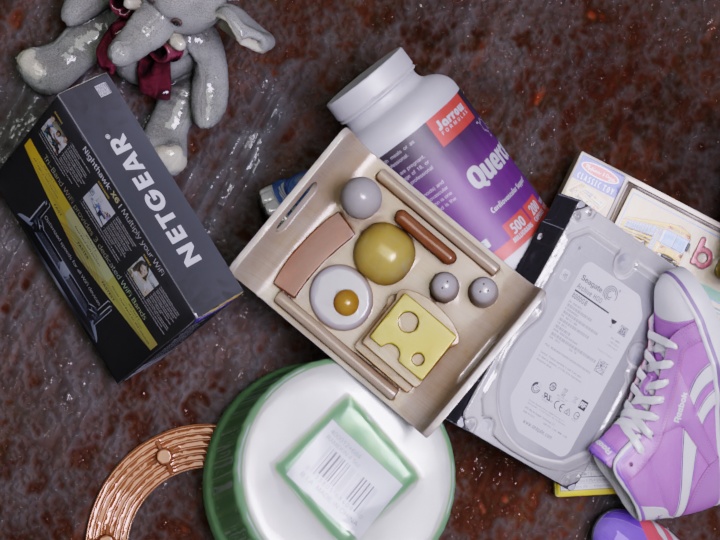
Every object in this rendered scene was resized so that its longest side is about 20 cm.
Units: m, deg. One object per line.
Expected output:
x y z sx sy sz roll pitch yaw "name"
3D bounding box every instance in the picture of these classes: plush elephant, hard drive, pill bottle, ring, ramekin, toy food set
-0.159 -0.196 1.364 0.164 0.155 0.200 40 80 0 "plush elephant"
0.164 0.059 1.358 0.139 0.038 0.201 32 86 -31 "hard drive"
0.063 -0.077 1.383 0.112 0.112 0.201 -39 99 -10 "pill bottle"
-0.124 0.225 1.383 0.198 0.019 0.203 1 83 -7 "ring"
-0.020 0.164 1.349 0.198 0.098 0.202 3 77 -14 "ramekin"
0.020 0.009 1.293 0.200 0.060 0.144 40 88 5 "toy food set"

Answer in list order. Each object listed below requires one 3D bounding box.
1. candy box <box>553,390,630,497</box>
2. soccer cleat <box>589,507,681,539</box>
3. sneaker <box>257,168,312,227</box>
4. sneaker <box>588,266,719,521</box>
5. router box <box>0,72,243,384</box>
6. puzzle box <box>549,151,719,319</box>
0.257 0.132 1.421 0.198 0.026 0.104 -3 89 0 "candy box"
0.270 0.271 1.396 0.068 0.073 0.200 -43 89 -10 "soccer cleat"
0.000 0.000 1.398 0.089 0.079 0.201 -32 87 -7 "sneaker"
0.232 0.104 1.347 0.113 0.073 0.203 -13 103 -13 "sneaker"
-0.194 -0.029 1.336 0.052 0.157 0.201 -30 87 -38 "router box"
0.243 0.003 1.441 0.198 0.025 0.134 26 90 -3 "puzzle box"
